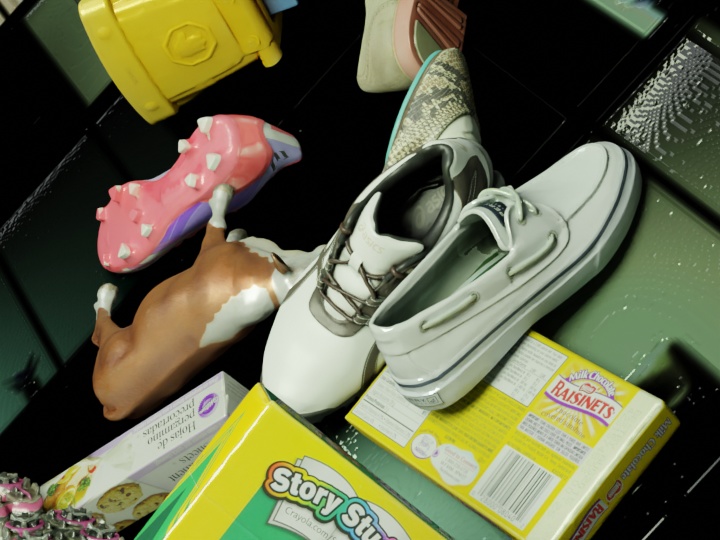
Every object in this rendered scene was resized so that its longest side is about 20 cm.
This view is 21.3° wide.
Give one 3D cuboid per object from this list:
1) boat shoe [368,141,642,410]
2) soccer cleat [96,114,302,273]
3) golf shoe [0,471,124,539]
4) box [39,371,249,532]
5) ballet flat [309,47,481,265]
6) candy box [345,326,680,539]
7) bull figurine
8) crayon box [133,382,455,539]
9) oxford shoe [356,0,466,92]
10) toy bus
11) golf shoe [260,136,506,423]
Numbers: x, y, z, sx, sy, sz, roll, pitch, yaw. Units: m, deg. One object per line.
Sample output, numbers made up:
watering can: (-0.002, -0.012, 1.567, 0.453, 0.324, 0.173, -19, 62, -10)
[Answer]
boat shoe: (0.084, -0.012, 1.068, 0.073, 0.067, 0.200, 13, 55, 48)
soccer cleat: (-0.121, -0.049, 1.363, 0.200, 0.076, 0.067, -37, 55, 45)
golf shoe: (-0.200, 0.188, 1.174, 0.200, 0.072, 0.093, 16, 105, 55)
box: (-0.150, 0.134, 1.237, 0.199, 0.041, 0.039, -32, 41, 22)
ballet flat: (0.035, -0.039, 1.189, 0.075, 0.068, 0.201, 28, 85, 32)
candy box: (0.078, 0.082, 1.053, 0.102, 0.026, 0.200, -49, 35, -8)
bull figurine: (-0.103, 0.020, 1.271, 0.200, 0.065, 0.122, -35, 35, 18)
crayon box: (-0.023, 0.185, 0.921, 0.173, 0.200, 0.058, -51, 11, -4)
oxford shoe: (0.037, -0.211, 1.326, 0.074, 0.071, 0.201, -15, 48, 42)
toy bus: (-0.113, -0.237, 1.471, 0.191, 0.136, 0.201, -20, 41, 16)
golf shoe: (0.000, 0.000, 1.113, 0.078, 0.094, 0.200, 36, 92, 17)
